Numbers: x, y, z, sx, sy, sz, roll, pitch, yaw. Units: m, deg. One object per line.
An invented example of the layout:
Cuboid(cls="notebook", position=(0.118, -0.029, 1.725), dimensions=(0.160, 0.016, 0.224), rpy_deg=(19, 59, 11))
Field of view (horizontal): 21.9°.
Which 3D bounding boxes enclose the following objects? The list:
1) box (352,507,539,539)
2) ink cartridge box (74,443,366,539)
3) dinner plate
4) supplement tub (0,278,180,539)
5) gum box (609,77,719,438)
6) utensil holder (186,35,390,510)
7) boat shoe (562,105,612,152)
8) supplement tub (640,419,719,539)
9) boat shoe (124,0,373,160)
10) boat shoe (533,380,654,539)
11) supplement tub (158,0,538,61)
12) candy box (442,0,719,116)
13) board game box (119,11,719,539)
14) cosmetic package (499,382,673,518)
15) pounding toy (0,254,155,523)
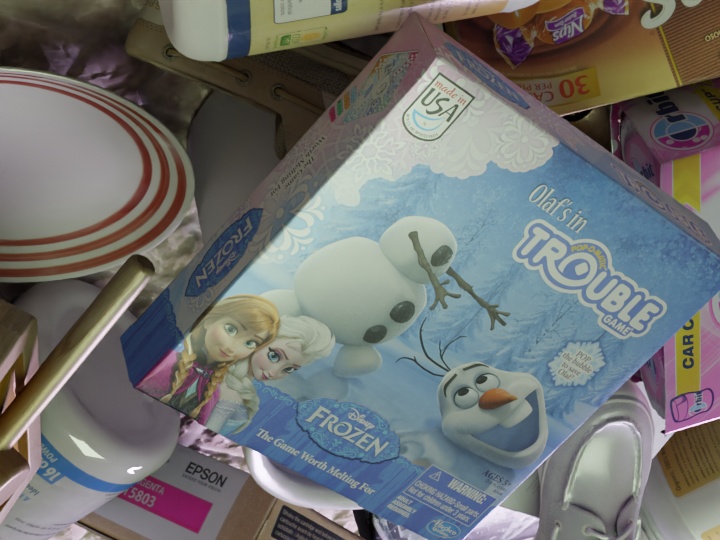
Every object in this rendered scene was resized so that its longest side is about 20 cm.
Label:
Cuboid(cls="box", position=(0.088, 0.090, 1.242), dimensions=(0.200, 0.124, 0.197), rpy_deg=(-12, 149, -7))
Cuboid(cls="ink cartridge box", position=(-0.099, 0.167, 1.215), dimensions=(0.200, 0.075, 0.165), rpy_deg=(18, 166, 35))
Cuboid(cls="dinner plate", position=(-0.187, -0.052, 0.971), dimensions=(0.200, 0.024, 0.200), rpy_deg=(-2, 150, -1))
Cuboid(cls="supplement tub", position=(-0.219, 0.105, 1.118), dimensions=(0.200, 0.132, 0.132), rpy_deg=(-34, 144, 24))
Cuboid(cls="gum box", position=(0.199, -0.010, 0.981), dimensions=(0.113, 0.066, 0.200), rpy_deg=(-16, 130, -9))
Cuboid(cls="utensil holder", position=(0.000, 0.000, 0.992), dimensions=(0.170, 0.200, 0.170), rpy_deg=(-12, 147, -8))
Cuboid(cls="boat shoe", position=(0.138, -0.100, 1.029), dimensions=(0.067, 0.072, 0.200), rpy_deg=(-11, 141, 1))
Cuboid(cls="supplement tub", position=(0.290, 0.141, 1.383), dimensions=(0.200, 0.145, 0.145), rpy_deg=(-31, 145, 22))
Cuboid(cls="boat shoe", position=(-0.018, -0.078, 0.902), dimensions=(0.200, 0.065, 0.072), rpy_deg=(32, 178, -7))
Cuboid(cls="boat shoe", position=(0.133, 0.155, 1.085), dimensions=(0.072, 0.069, 0.200), rpy_deg=(2, 125, -19))
Cuboid(cls="supplement tub", position=(0.008, -0.173, 0.785), dimensions=(0.200, 0.145, 0.144), rpy_deg=(-10, 147, -8))
Cuboid(cls="candy box", position=(0.137, -0.147, 0.909), dimensions=(0.200, 0.056, 0.117), rpy_deg=(-13, 106, -3))
Cuboid(cls="board game box", position=(0.033, 0.015, 0.830), dimensions=(0.200, 0.043, 0.199), rpy_deg=(31, 111, -33))
Cuboid(cls="cosmetic package", position=(0.126, 0.052, 1.082), dimensions=(0.151, 0.052, 0.200), rpy_deg=(23, 116, -27))
Cuboid(cls="pounding toy", position=(-0.215, 0.085, 0.933), dimensions=(0.142, 0.200, 0.184), rpy_deg=(26, 146, 9))
